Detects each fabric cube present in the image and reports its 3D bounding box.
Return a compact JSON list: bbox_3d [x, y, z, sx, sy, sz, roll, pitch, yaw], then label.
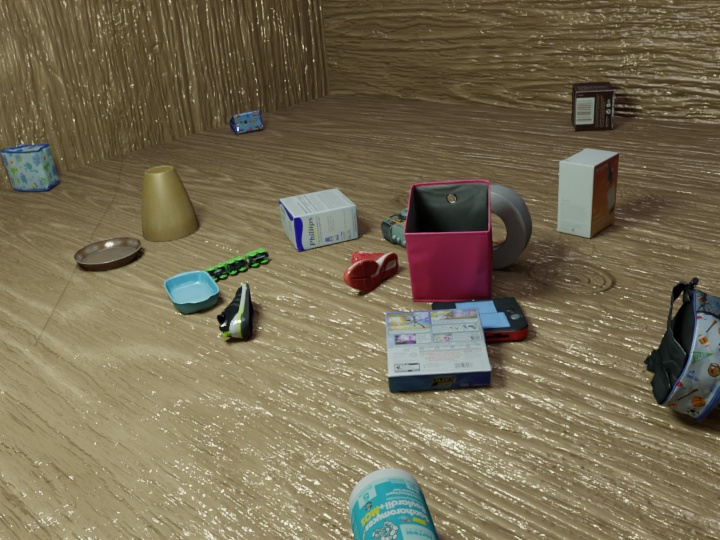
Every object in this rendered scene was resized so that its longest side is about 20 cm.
[{"bbox_3d":[0.214,-0.069,1.603,0.190,0.203,0.203,-2,40,13],"label":"fabric cube"}]

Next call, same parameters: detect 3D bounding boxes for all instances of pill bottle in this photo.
[{"bbox_3d":[0.050,0.358,0.869,0.107,0.114,0.201,-8,24,-7],"label":"pill bottle"}]

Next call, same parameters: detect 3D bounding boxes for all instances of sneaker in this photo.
[{"bbox_3d":[-0.292,0.091,1.574,0.080,0.074,0.201,-8,24,-4],"label":"sneaker"},{"bbox_3d":[0.000,0.000,1.735,0.113,0.081,0.197,4,12,40],"label":"sneaker"}]

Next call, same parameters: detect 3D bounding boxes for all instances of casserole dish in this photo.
[{"bbox_3d":[-0.424,0.056,1.722,0.118,0.040,0.199,-16,26,-22],"label":"casserole dish"}]

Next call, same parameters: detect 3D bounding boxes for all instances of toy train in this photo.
[{"bbox_3d":[-0.341,-0.017,1.864,0.196,0.043,0.056,-22,19,-32],"label":"toy train"},{"bbox_3d":[0.144,-0.109,1.923,0.112,0.087,0.199,-29,33,-20],"label":"toy train"}]

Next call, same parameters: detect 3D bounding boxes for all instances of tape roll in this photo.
[{"bbox_3d":[0.332,-0.110,1.727,0.195,0.206,0.066,9,27,28],"label":"tape roll"}]

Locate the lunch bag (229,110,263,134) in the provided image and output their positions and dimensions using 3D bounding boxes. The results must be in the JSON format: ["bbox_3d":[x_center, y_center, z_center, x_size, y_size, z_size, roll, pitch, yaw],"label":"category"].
[{"bbox_3d":[-0.593,-0.765,3.517,0.146,0.097,0.200,-15,16,-14],"label":"lunch bag"}]

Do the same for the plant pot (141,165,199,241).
[{"bbox_3d":[-0.623,-0.222,2.174,0.180,0.206,0.187,-5,23,2],"label":"plant pot"}]

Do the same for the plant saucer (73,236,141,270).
[{"bbox_3d":[-0.743,-0.047,2.018,0.194,0.035,0.201,-5,24,2],"label":"plant saucer"}]

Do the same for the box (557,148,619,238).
[{"bbox_3d":[0.633,-0.217,1.899,0.150,0.206,0.105,-26,31,-38],"label":"box"}]

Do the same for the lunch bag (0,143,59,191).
[{"bbox_3d":[-1.358,-0.419,2.793,0.194,0.175,0.128,-3,24,9],"label":"lunch bag"}]

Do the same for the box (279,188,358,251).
[{"bbox_3d":[-0.126,-0.155,2.038,0.194,0.108,0.184,-12,25,-16],"label":"box"}]

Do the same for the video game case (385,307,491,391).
[{"bbox_3d":[0.148,0.153,1.343,0.193,0.046,0.183,-3,37,3],"label":"video game case"}]

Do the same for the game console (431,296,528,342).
[{"bbox_3d":[0.256,0.103,1.486,0.193,0.032,0.178,-3,25,3],"label":"game console"}]

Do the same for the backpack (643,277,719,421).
[{"bbox_3d":[0.567,0.153,1.146,0.151,0.205,0.190,20,35,21],"label":"backpack"}]

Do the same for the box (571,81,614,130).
[{"bbox_3d":[1.002,-0.712,2.952,0.159,0.171,0.201,0,25,14],"label":"box"}]
